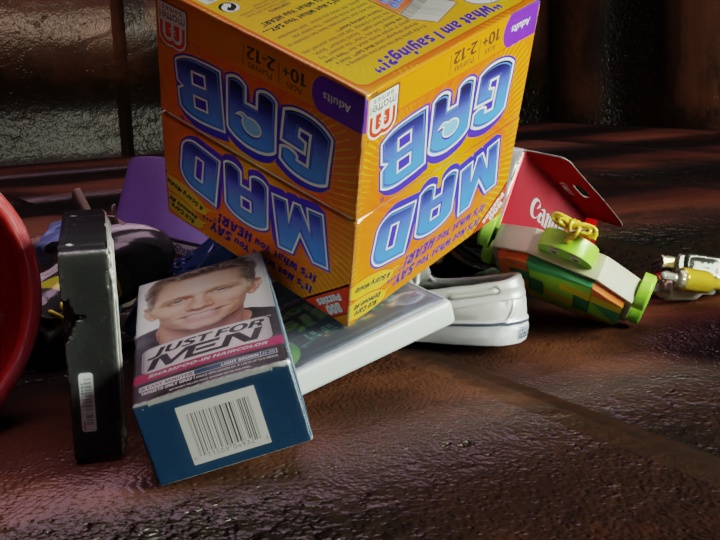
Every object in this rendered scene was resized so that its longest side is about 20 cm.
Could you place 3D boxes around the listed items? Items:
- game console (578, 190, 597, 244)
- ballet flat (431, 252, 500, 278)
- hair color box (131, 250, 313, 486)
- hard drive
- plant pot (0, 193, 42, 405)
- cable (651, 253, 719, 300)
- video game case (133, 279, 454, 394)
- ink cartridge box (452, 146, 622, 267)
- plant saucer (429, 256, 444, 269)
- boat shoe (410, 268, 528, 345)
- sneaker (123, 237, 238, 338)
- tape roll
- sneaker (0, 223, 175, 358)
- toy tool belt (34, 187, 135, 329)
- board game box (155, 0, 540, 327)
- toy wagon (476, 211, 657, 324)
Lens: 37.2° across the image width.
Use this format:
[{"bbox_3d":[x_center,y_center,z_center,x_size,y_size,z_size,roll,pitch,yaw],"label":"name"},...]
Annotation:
[{"bbox_3d":[0.188,-0.063,1.357,0.200,0.119,0.173,18,44,1],"label":"game console"},{"bbox_3d":[0.093,0.001,1.099,0.066,0.057,0.200,-9,13,-27],"label":"ballet flat"},{"bbox_3d":[-0.098,0.057,0.725,0.100,0.061,0.200,-16,22,-5],"label":"hair color box"},{"bbox_3d":[-0.192,0.036,0.768,0.038,0.140,0.200,-4,11,-14],"label":"hard drive"},{"bbox_3d":[-0.356,0.018,0.745,0.182,0.201,0.200,3,12,38],"label":"plant pot"},{"bbox_3d":[0.373,0.016,1.073,0.200,0.050,0.097,9,-7,-7],"label":"cable"},{"bbox_3d":[-0.057,0.045,0.834,0.200,0.023,0.182,-23,24,-22],"label":"video game case"},{"bbox_3d":[0.153,-0.059,1.098,0.175,0.084,0.200,15,-8,33],"label":"ink cartridge box"},{"bbox_3d":[0.000,0.000,1.052,0.200,0.035,0.200,-16,-5,-1],"label":"plant saucer"},{"bbox_3d":[0.047,0.024,0.932,0.200,0.065,0.074,1,12,15],"label":"boat shoe"},{"bbox_3d":[-0.121,0.013,0.954,0.200,0.078,0.070,-38,24,18],"label":"sneaker"},{"bbox_3d":[-0.169,-0.058,1.191,0.200,0.085,0.200,13,-7,2],"label":"tape roll"},{"bbox_3d":[-0.248,0.031,0.924,0.200,0.075,0.085,-27,35,-5],"label":"sneaker"},{"bbox_3d":[-0.276,-0.012,1.059,0.125,0.123,0.200,-5,12,-14],"label":"toy tool belt"},{"bbox_3d":[-0.013,-0.122,0.825,0.200,0.200,0.200,31,46,28],"label":"board game box"},{"bbox_3d":[0.175,-0.004,0.925,0.155,0.040,0.200,23,-7,14],"label":"toy wagon"}]
